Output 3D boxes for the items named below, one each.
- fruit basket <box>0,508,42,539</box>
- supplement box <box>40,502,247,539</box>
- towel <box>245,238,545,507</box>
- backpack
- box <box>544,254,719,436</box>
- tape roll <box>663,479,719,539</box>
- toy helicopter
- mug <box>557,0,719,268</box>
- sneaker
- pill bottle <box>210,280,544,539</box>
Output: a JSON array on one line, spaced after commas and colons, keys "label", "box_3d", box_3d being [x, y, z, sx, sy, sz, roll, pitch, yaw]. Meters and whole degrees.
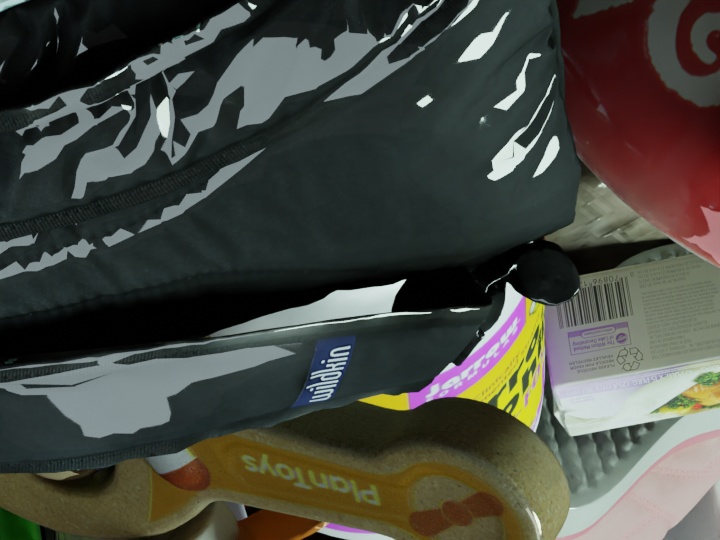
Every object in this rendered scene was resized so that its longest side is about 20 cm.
[{"label": "fruit basket", "box_3d": [-0.180, 0.080, 0.819, 0.215, 0.156, 0.216, -11, 173, -1]}, {"label": "supplement box", "box_3d": [-0.076, 0.132, 0.953, 0.061, 0.109, 0.200, -6, 132, -12]}, {"label": "towel", "box_3d": [-0.019, 0.046, 1.009, 0.200, 0.023, 0.145, -20, 156, 2]}, {"label": "backpack", "box_3d": [-0.060, -0.043, 0.635, 0.200, 0.127, 0.167, -19, 136, -6]}, {"label": "box", "box_3d": [0.155, 0.010, 0.893, 0.200, 0.041, 0.039, -11, 152, 7]}, {"label": "tape roll", "box_3d": [0.198, 0.104, 1.082, 0.202, 0.203, 0.071, -4, 153, -32]}, {"label": "toy helicopter", "box_3d": [-0.038, 0.048, 0.725, 0.079, 0.200, 0.132, -49, 139, -40]}, {"label": "mug", "box_3d": [0.148, -0.086, 0.662, 0.133, 0.178, 0.200, 5, 143, -39]}, {"label": "sneaker", "box_3d": [0.085, 0.064, 0.992, 0.200, 0.075, 0.105, -29, 151, -44]}, {"label": "pill bottle", "box_3d": [0.000, 0.000, 0.813, 0.104, 0.104, 0.200, -18, 157, -3]}]
